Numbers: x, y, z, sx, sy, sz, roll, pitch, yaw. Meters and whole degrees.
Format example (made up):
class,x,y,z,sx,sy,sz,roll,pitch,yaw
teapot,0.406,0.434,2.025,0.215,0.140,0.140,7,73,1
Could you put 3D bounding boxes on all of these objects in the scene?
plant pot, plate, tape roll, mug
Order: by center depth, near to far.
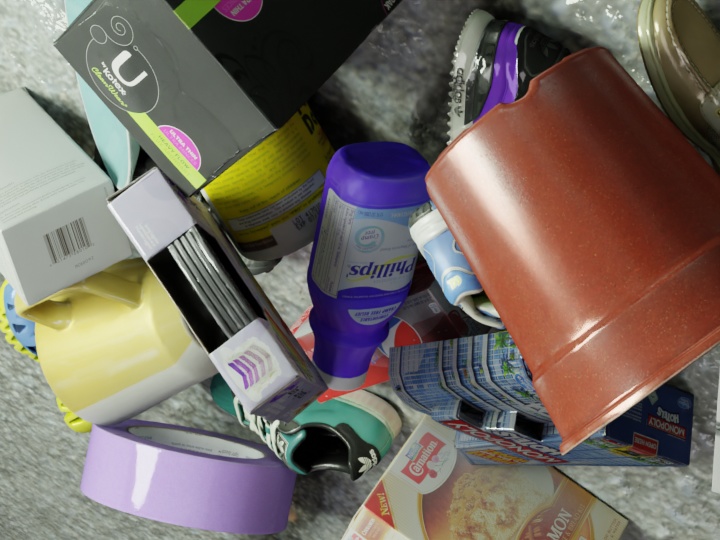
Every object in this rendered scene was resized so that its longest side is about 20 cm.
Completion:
class,x,y,z,sx,sy,sz,roll,pitch,yaw
plant pot,0.153,-0.021,1.051,0.196,0.200,0.201,55,140,8
plate,-0.203,-0.164,1.329,0.200,0.025,0.203,166,90,-73
mug,-0.200,0.056,1.485,0.152,0.186,0.151,-17,93,35
tape roll,-0.160,0.192,1.556,0.198,0.200,0.066,11,90,29

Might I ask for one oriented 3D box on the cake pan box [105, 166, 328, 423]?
class,x,y,z,sx,sy,sz,roll,pitch,yaw
cake pan box,-0.102,0.023,1.225,0.185,0.052,0.200,53,180,10

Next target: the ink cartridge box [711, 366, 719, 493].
class,x,y,z,sx,sy,sz,roll,pitch,yaw
ink cartridge box,0.326,0.118,1.219,0.115,0.067,0.202,15,133,25

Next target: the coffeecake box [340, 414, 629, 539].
class,x,y,z,sx,sy,sz,roll,pitch,yaw
coffeecake box,0.106,0.224,1.412,0.199,0.154,0.073,34,139,6

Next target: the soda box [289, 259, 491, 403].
class,x,y,z,sx,sy,sz,roll,pitch,yaw
soda box,0.023,0.048,1.387,0.199,0.063,0.070,-21,111,46

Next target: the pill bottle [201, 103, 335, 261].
class,x,y,z,sx,sy,sz,roll,pitch,yaw
pill bottle,-0.095,-0.115,1.295,0.108,0.109,0.201,-10,120,42

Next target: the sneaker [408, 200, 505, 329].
class,x,y,z,sx,sy,sz,roll,pitch,yaw
sneaker,0.107,0.012,1.220,0.075,0.078,0.199,-33,146,28

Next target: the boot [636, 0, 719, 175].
class,x,y,z,sx,sy,sz,roll,pitch,yaw
boot,0.279,-0.114,1.045,0.154,0.072,0.201,-18,118,45

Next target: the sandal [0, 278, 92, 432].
class,x,y,z,sx,sy,sz,roll,pitch,yaw
sandal,-0.283,0.075,1.639,0.086,0.080,0.201,-6,130,35

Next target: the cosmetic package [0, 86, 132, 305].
class,x,y,z,sx,sy,sz,roll,pitch,yaw
cosmetic package,-0.290,-0.069,1.426,0.200,0.107,0.086,43,153,47

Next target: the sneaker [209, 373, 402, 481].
class,x,y,z,sx,sy,sz,roll,pitch,yaw
sneaker,-0.065,0.137,1.518,0.198,0.080,0.072,13,133,29

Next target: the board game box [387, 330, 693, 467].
class,x,y,z,sx,sy,sz,roll,pitch,yaw
board game box,0.123,0.109,1.305,0.199,0.062,0.199,21,158,-36

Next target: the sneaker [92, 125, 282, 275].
class,x,y,z,sx,sy,sz,roll,pitch,yaw
sneaker,-0.150,-0.068,1.412,0.199,0.067,0.091,31,141,13

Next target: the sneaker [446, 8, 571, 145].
class,x,y,z,sx,sy,sz,roll,pitch,yaw
sneaker,0.117,-0.087,1.193,0.098,0.070,0.202,15,135,18

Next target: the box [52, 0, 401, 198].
class,x,y,z,sx,sy,sz,roll,pitch,yaw
box,-0.086,-0.180,1.161,0.149,0.200,0.124,48,139,-10

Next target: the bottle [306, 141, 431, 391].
class,x,y,z,sx,sy,sz,roll,pitch,yaw
bottle,0.000,0.000,1.282,0.065,0.083,0.202,49,136,45
